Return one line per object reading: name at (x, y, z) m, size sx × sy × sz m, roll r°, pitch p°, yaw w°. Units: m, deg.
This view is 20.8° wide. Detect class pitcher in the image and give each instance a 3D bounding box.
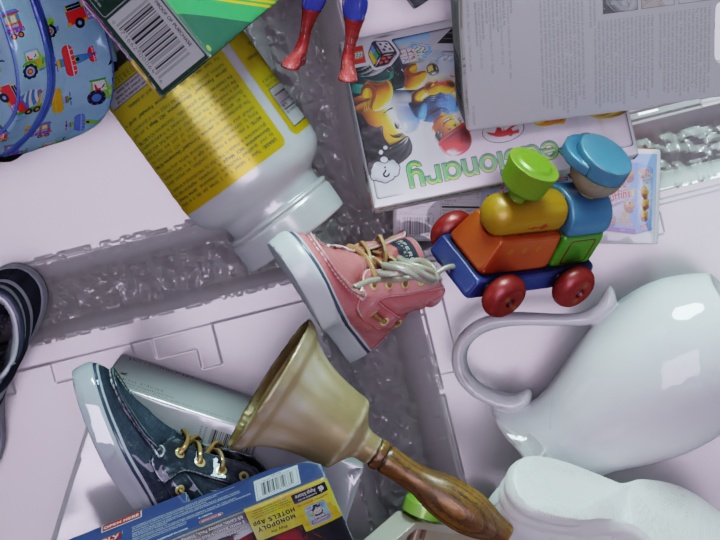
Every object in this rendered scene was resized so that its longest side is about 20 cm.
pitcher at (0.182, 0.072, 1.438) m, size 0.200 × 0.121 × 0.172 m, roll -35°, pitch 100°, yaw 14°

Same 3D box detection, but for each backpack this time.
backpack at (-0.265, -0.159, 1.357) m, size 0.134 × 0.199 × 0.184 m, roll -21°, pitch 100°, yaw -40°

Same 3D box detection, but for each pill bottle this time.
pill bottle at (-0.104, -0.104, 1.417) m, size 0.112 × 0.112 × 0.200 m, roll -35°, pitch 95°, yaw 4°

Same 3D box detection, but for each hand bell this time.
hand bell at (0.020, 0.130, 1.354) m, size 0.199 × 0.104 × 0.104 m, roll 32°, pitch 96°, yaw -6°

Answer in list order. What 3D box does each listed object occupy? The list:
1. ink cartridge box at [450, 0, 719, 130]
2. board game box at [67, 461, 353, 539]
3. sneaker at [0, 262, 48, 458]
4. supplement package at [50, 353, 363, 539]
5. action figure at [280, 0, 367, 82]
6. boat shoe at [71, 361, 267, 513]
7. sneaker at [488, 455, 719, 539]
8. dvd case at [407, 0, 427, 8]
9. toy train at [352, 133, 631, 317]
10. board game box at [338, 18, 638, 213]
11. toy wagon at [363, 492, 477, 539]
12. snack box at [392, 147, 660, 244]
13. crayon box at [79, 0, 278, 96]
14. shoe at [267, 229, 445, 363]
ink cartridge box at (0.165, -0.168, 1.376) m, size 0.199 × 0.050 × 0.109 m, roll -7°, pitch 123°, yaw -3°
board game box at (-0.083, 0.246, 1.328) m, size 0.199 × 0.062 × 0.201 m, roll -21°, pitch 112°, yaw 1°
sneaker at (-0.291, 0.094, 1.443) m, size 0.070 × 0.109 × 0.201 m, roll 21°, pitch 96°, yaw -2°
supplement package at (-0.114, 0.172, 1.452) m, size 0.199 × 0.111 × 0.157 m, roll 18°, pitch 97°, yaw -3°
action figure at (-0.012, -0.225, 1.324) m, size 0.065 × 0.099 × 0.201 m, roll 12°, pitch 107°, yaw 3°
boat shoe at (-0.118, 0.136, 1.360) m, size 0.091 × 0.071 × 0.201 m, roll -28°, pitch 104°, yaw 3°
sneaker at (0.181, 0.196, 1.412) m, size 0.199 × 0.075 × 0.089 m, roll 21°, pitch 134°, yaw -11°
dvd case at (0.042, -0.305, 1.352) m, size 0.150 × 0.025 × 0.200 m, roll -33°, pitch 100°, yaw 15°
toy train at (0.095, -0.035, 1.356) m, size 0.085 × 0.199 × 0.116 m, roll 52°, pitch 131°, yaw 32°
board game box at (0.093, -0.124, 1.439) m, size 0.199 × 0.035 × 0.127 m, roll -12°, pitch 85°, yaw -1°
toy wagon at (0.031, 0.239, 1.441) m, size 0.199 × 0.039 × 0.156 m, roll 12°, pitch 98°, yaw -42°
snack box at (0.124, -0.057, 1.468) m, size 0.199 × 0.024 × 0.072 m, roll 1°, pitch 95°, yaw 0°
crayon box at (-0.143, -0.239, 1.323) m, size 0.058 × 0.173 × 0.200 m, roll -33°, pitch 100°, yaw 35°
shoe at (0.000, 0.000, 1.397) m, size 0.091 × 0.200 × 0.072 m, roll -34°, pitch 69°, yaw 0°
